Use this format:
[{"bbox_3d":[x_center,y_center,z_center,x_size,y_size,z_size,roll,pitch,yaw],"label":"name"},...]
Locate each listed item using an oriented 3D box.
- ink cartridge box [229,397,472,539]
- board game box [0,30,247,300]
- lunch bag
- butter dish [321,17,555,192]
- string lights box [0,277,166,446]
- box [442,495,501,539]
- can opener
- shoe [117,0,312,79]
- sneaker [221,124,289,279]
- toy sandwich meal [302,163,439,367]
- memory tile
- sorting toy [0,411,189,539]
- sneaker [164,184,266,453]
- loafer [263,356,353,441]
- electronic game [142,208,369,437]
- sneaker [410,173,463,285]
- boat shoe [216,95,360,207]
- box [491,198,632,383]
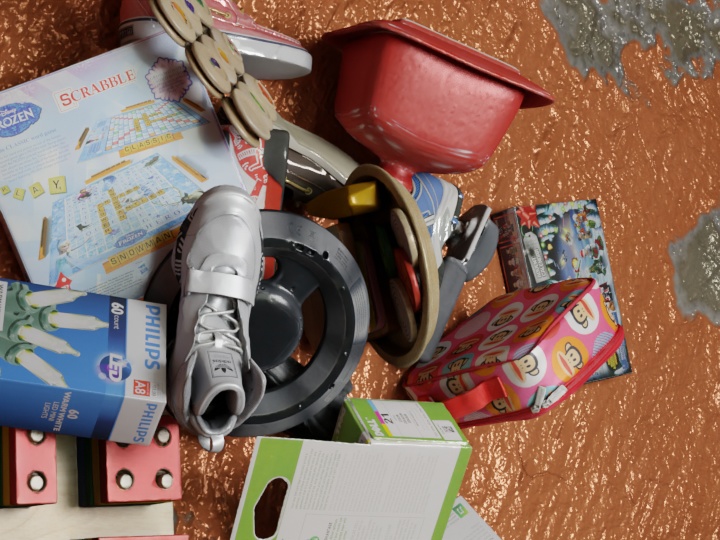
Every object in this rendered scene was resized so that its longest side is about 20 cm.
[{"bbox_3d":[-0.020,0.190,1.273,0.199,0.076,0.149,6,115,-23],"label":"ink cartridge box"},{"bbox_3d":[-0.205,-0.076,1.206,0.199,0.041,0.201,-23,95,-18],"label":"board game box"},{"bbox_3d":[0.138,0.089,1.393,0.176,0.200,0.082,-39,102,-36],"label":"lunch bag"},{"bbox_3d":[0.052,-0.145,1.395,0.199,0.199,0.149,21,87,-18],"label":"butter dish"},{"bbox_3d":[-0.251,0.065,1.104,0.199,0.059,0.103,10,44,-17],"label":"string lights box"},{"bbox_3d":[0.110,0.323,1.357,0.144,0.036,0.200,-27,64,-40],"label":"box"},{"bbox_3d":[0.094,0.019,1.471,0.067,0.053,0.201,40,58,-25],"label":"can opener"},{"bbox_3d":[-0.130,-0.236,1.337,0.199,0.071,0.092,6,78,-35],"label":"shoe"},{"bbox_3d":[-0.126,-0.032,1.299,0.107,0.067,0.203,6,102,-3],"label":"sneaker"},{"bbox_3d":[0.000,0.000,1.306,0.070,0.205,0.207,-12,86,-23],"label":"toy sandwich meal"},{"bbox_3d":[-0.134,-0.198,1.217,0.200,0.017,0.153,55,12,-11],"label":"memory tile"},{"bbox_3d":[-0.224,0.203,1.147,0.199,0.069,0.200,6,75,-39],"label":"sorting toy"},{"bbox_3d":[-0.107,0.040,1.125,0.075,0.115,0.201,8,105,-21],"label":"sneaker"},{"bbox_3d":[-0.040,0.120,1.323,0.201,0.068,0.071,46,56,-30],"label":"loafer"},{"bbox_3d":[-0.087,0.046,1.220,0.199,0.042,0.201,-6,109,-16],"label":"electronic game"},{"bbox_3d":[0.039,-0.017,1.430,0.077,0.076,0.201,32,50,-22],"label":"sneaker"},{"bbox_3d":[-0.058,-0.097,1.369,0.199,0.060,0.072,30,19,-34],"label":"boat shoe"},{"bbox_3d":[0.222,0.026,1.585,0.136,0.040,0.201,-8,84,-40],"label":"box"}]
